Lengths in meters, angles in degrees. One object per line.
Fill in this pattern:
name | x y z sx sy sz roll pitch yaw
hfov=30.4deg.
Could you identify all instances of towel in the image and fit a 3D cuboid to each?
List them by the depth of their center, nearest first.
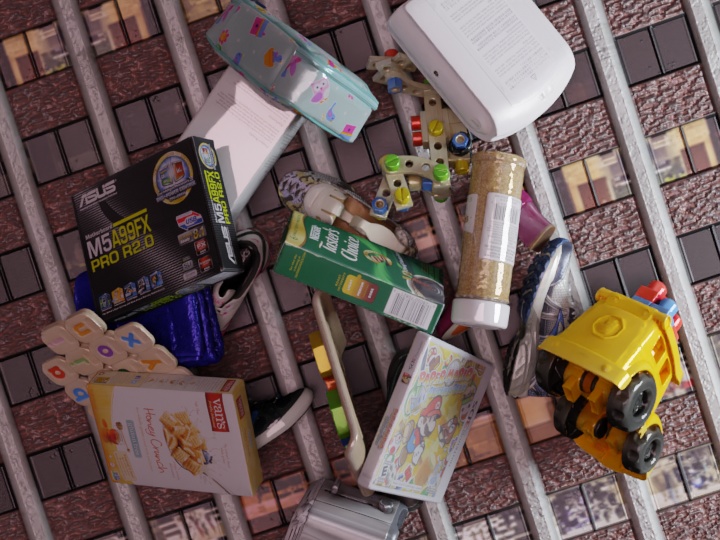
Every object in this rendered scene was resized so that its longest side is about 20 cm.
towel | -0.263 0.058 1.608 0.198 0.049 0.150 -13 93 33

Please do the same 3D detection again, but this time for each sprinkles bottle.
sprinkles bottle | 0.151 -0.034 1.549 0.067 0.068 0.203 8 84 4

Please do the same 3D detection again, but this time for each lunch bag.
lunch bag | -0.078 -0.236 1.545 0.200 0.160 0.078 42 101 35

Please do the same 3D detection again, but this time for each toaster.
toaster | -0.031 0.352 1.612 0.128 0.114 0.202 22 112 6

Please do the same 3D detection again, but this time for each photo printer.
photo printer | 0.149 -0.261 1.561 0.166 0.069 0.201 -41 91 -26

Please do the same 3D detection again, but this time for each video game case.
video game case | 0.081 0.177 1.553 0.023 0.199 0.184 21 87 31

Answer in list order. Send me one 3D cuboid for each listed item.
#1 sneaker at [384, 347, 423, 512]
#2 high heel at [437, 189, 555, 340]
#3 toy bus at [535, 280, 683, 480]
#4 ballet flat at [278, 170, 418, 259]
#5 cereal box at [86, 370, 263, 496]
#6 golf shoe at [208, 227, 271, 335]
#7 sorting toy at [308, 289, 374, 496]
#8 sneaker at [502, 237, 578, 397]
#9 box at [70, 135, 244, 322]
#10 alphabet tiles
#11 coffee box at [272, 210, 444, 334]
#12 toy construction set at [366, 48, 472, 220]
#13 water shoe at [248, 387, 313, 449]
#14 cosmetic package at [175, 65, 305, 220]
sneaker | 0.054 0.199 1.619 0.074 0.079 0.204 0 95 2
high heel | 0.144 -0.012 1.621 0.200 0.067 0.096 -48 65 7
toy bus | 0.319 0.116 1.566 0.135 0.201 0.192 23 60 41
ballet flat | -0.012 -0.064 1.613 0.199 0.072 0.073 33 95 2
cereal box | -0.220 0.194 1.581 0.197 0.040 0.146 1 117 22
golf shoe | -0.183 0.035 1.620 0.072 0.092 0.201 32 96 -1
sorting toy | -0.024 0.145 1.536 0.036 0.186 0.203 -14 64 1
sneaker | 0.234 0.061 1.609 0.084 0.077 0.203 12 101 -7
box | -0.239 -0.044 1.541 0.198 0.044 0.163 -20 78 29
alphabet tiles | -0.291 0.125 1.604 0.194 0.015 0.200 -24 121 38
coffee box | 0.000 0.000 1.530 0.197 0.123 0.044 22 109 -4
toy construction set | 0.067 -0.164 1.583 0.129 0.092 0.203 -6 83 3
water shoe | -0.152 0.188 1.635 0.199 0.072 0.080 -33 93 6
cosmetic package | -0.167 -0.137 1.612 0.107 0.085 0.201 37 96 3
